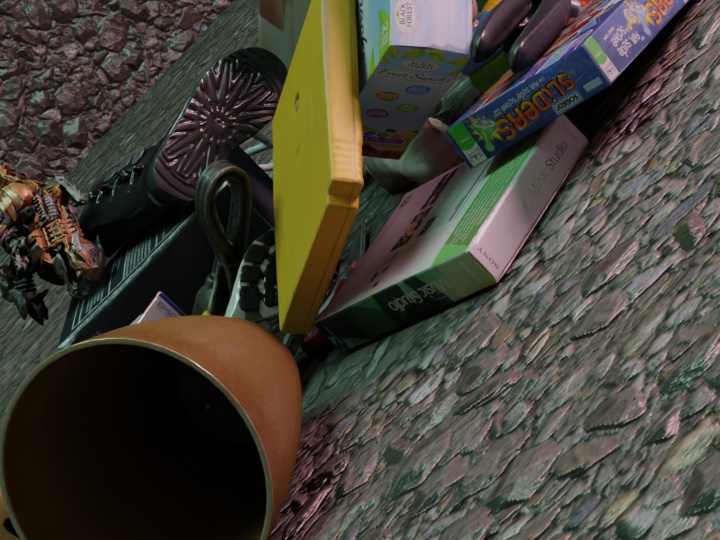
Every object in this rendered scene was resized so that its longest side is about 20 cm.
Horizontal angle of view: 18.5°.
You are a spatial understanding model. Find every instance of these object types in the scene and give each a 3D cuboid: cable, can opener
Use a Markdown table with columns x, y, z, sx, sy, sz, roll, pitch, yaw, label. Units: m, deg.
| x | y | z | sx | sy | sz | roll | pitch | yaw | label |
| --- | --- | --- | --- | --- | --- | --- | --- | --- | --- |
| -0.094 | 0.011 | 1.688 | 0.050 | 0.097 | 0.201 | 42 | 129 | 41 | cable |
| 0.122 | -0.180 | 1.565 | 0.063 | 0.079 | 0.200 | 5 | 22 | 11 | can opener |

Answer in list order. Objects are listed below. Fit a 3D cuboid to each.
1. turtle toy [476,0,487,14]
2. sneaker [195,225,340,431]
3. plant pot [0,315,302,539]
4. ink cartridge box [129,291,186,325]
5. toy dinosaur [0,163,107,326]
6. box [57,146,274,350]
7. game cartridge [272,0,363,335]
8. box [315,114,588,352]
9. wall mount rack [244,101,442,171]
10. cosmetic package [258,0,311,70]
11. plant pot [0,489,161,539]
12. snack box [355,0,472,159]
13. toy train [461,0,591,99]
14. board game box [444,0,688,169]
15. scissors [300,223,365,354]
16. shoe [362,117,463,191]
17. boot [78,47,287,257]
| x | y | z | sx | sy | sz | roll | pitch | yaw | label |
| --- | --- | --- | --- | --- | --- | --- | --- | --- | --- |
| 0.125 | -0.263 | 1.849 | 0.101 | 0.146 | 0.200 | -20 | 2 | 29 | turtle toy |
| -0.077 | 0.049 | 1.662 | 0.200 | 0.074 | 0.081 | -61 | -1 | -31 | sneaker |
| -0.112 | 0.104 | 1.467 | 0.186 | 0.187 | 0.200 | -40 | 1 | 24 | plant pot |
| -0.176 | 0.118 | 1.726 | 0.039 | 0.099 | 0.200 | -33 | 18 | 47 | ink cartridge box |
| -0.285 | -0.030 | 1.897 | 0.136 | 0.102 | 0.200 | -61 | 29 | 16 | toy dinosaur |
| -0.140 | 0.011 | 1.872 | 0.198 | 0.123 | 0.200 | -45 | 12 | 8 | box |
| -0.031 | -0.083 | 1.604 | 0.177 | 0.032 | 0.201 | 112 | 158 | -52 | game cartridge |
| 0.063 | -0.025 | 1.559 | 0.200 | 0.036 | 0.145 | -29 | 22 | 55 | box |
| -0.014 | -0.144 | 1.981 | 0.199 | 0.075 | 0.174 | -16 | -15 | 22 | wall mount rack |
| -0.024 | -0.256 | 1.811 | 0.103 | 0.087 | 0.201 | -47 | -27 | -38 | cosmetic package |
| -0.230 | 0.214 | 1.527 | 0.200 | 0.140 | 0.200 | -43 | 15 | 14 | plant pot |
| 0.026 | -0.196 | 1.619 | 0.200 | 0.067 | 0.169 | 128 | 145 | -66 | snack box |
| 0.127 | -0.216 | 1.738 | 0.085 | 0.116 | 0.200 | -32 | 20 | 45 | toy train |
| 0.156 | -0.155 | 1.556 | 0.135 | 0.035 | 0.200 | -31 | 9 | 41 | board game box |
| 0.000 | 0.000 | 1.726 | 0.073 | 0.014 | 0.200 | -40 | 14 | 33 | scissors |
| 0.040 | -0.104 | 1.810 | 0.070 | 0.053 | 0.200 | -48 | 14 | -6 | shoe |
| -0.153 | -0.098 | 1.856 | 0.165 | 0.066 | 0.200 | -50 | 8 | -26 | boot |
